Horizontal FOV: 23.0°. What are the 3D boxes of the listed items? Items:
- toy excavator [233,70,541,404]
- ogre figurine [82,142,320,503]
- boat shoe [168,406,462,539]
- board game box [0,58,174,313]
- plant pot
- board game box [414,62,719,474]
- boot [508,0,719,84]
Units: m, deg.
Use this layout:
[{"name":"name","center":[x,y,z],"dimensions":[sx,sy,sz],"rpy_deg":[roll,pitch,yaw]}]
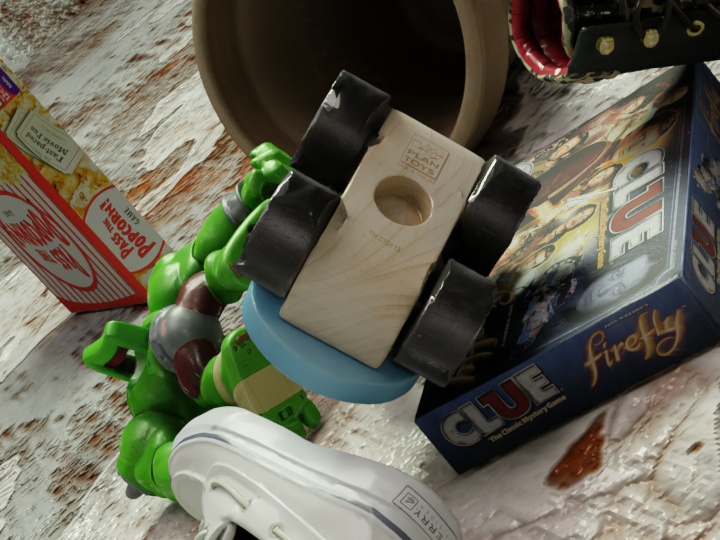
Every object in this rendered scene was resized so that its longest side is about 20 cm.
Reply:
[{"name":"toy excavator","center":[0.000,0.000,0.809],"dimensions":[0.195,0.100,0.200],"rpy_deg":[-63,2,-40]},{"name":"ogre figurine","center":[-0.082,0.039,0.936],"dimensions":[0.120,0.098,0.201],"rpy_deg":[-27,66,48]},{"name":"boat shoe","center":[-0.041,0.106,0.747],"dimensions":[0.067,0.074,0.200],"rpy_deg":[-47,21,-23]},{"name":"board game box","center":[-0.239,-0.057,1.320],"dimensions":[0.046,0.200,0.151],"rpy_deg":[-50,20,-24]},{"name":"plant pot","center":[0.024,-0.156,1.093],"dimensions":[0.200,0.201,0.175],"rpy_deg":[-26,5,37]},{"name":"board game box","center":[0.101,-0.009,0.793],"dimensions":[0.135,0.035,0.200],"rpy_deg":[-31,21,27]},{"name":"boot","center":[0.165,-0.122,0.770],"dimensions":[0.153,0.074,0.203],"rpy_deg":[-15,8,-15]}]
